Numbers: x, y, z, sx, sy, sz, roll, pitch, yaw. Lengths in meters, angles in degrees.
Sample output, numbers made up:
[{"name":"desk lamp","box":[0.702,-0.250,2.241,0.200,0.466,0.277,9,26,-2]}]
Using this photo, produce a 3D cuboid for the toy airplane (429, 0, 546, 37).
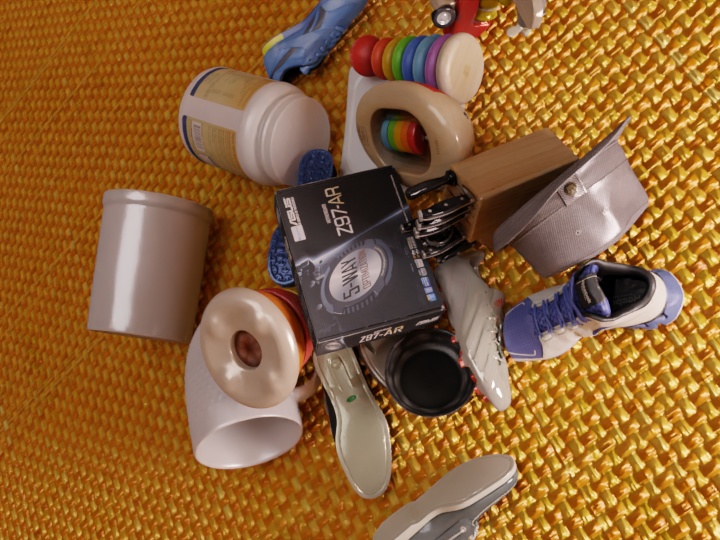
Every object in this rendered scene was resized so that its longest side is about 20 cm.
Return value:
[{"name":"toy airplane","box":[0.176,-0.385,1.011,0.198,0.138,0.206,12,95,64]}]

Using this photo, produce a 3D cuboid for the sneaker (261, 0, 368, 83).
[{"name":"sneaker","box":[-0.059,-0.339,1.212,0.198,0.065,0.080,-30,74,25]}]

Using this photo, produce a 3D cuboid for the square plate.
[{"name":"square plate","box":[0.051,-0.204,1.118,0.194,0.028,0.206,-2,76,33]}]

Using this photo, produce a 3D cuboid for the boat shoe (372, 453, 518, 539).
[{"name":"boat shoe","box":[0.106,0.283,0.948,0.198,0.073,0.062,-36,104,14]}]

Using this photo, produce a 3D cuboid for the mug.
[{"name":"mug","box":[-0.141,0.142,1.100,0.196,0.148,0.178,-21,57,4]}]

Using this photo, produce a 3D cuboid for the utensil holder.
[{"name":"utensil holder","box":[-0.316,-0.001,1.233,0.166,0.169,0.206,1,80,34]}]

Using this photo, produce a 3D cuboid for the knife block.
[{"name":"knife block","box":[0.140,-0.094,0.939,0.200,0.174,0.064,-48,58,14]}]

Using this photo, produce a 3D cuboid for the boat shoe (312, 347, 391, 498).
[{"name":"boat shoe","box":[-0.007,0.184,1.042,0.070,0.068,0.205,-17,79,-3]}]

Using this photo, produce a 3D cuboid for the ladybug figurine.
[{"name":"ladybug figurine","box":[0.069,-0.173,1.014,0.198,0.071,0.139,23,135,48]}]

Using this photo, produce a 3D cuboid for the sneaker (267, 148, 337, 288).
[{"name":"sneaker","box":[-0.071,-0.060,1.111,0.068,0.078,0.204,12,67,13]}]

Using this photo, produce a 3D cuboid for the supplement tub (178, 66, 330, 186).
[{"name":"supplement tub","box":[-0.153,-0.206,1.188,0.197,0.143,0.148,22,90,36]}]

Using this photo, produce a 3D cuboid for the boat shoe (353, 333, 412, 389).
[{"name":"boat shoe","box":[0.012,0.070,1.066,0.066,0.057,0.203,-22,65,-12]}]

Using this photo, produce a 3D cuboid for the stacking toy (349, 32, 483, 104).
[{"name":"stacking toy","box":[0.061,-0.269,1.069,0.197,0.085,0.087,19,88,42]}]

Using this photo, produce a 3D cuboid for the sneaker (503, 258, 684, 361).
[{"name":"sneaker","box":[0.234,0.033,0.878,0.196,0.114,0.083,-19,66,29]}]

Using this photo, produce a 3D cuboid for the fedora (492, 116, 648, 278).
[{"name":"fedora","box":[0.239,-0.062,0.884,0.199,0.177,0.091,-38,83,-8]}]

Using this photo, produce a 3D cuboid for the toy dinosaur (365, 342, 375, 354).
[{"name":"toy dinosaur","box":[0.000,0.000,1.028,0.100,0.078,0.203,-18,59,-3]}]

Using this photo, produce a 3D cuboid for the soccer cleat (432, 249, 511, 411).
[{"name":"soccer cleat","box":[0.142,0.064,0.959,0.076,0.069,0.204,-26,58,13]}]

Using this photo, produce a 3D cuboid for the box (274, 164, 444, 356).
[{"name":"box","box":[-0.005,-0.016,0.980,0.156,0.044,0.204,-12,66,-12]}]

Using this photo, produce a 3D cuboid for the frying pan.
[{"name":"frying pan","box":[0.061,0.100,1.002,0.114,0.031,0.190,-37,61,-17]}]

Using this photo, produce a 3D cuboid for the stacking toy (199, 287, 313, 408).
[{"name":"stacking toy","box":[-0.092,0.069,1.030,0.143,0.199,0.150,10,111,29]}]
